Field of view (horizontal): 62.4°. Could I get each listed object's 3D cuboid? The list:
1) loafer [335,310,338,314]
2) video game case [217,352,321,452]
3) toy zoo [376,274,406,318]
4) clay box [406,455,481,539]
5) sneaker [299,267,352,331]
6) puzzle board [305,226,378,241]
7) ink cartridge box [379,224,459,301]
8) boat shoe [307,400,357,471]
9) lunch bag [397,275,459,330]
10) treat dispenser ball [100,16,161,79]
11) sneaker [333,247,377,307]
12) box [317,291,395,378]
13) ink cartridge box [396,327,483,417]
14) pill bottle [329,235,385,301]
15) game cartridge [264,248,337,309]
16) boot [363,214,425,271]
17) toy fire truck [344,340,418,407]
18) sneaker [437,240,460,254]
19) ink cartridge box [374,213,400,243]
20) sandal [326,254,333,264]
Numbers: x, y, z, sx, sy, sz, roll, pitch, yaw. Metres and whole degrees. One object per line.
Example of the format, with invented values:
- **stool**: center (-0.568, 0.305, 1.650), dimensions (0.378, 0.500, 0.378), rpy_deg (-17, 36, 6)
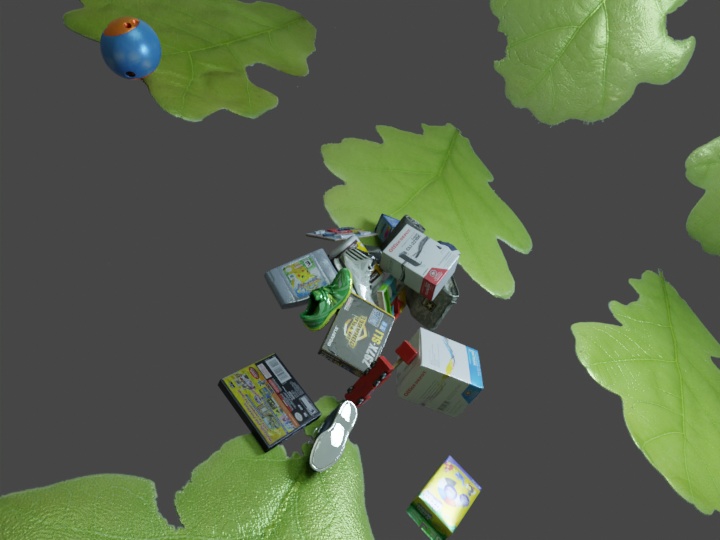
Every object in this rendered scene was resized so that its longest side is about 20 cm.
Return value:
- **loafer**: center (-0.094, 0.090, 1.746), dimensions (0.198, 0.063, 0.072), rpy_deg (32, 67, 5)
- **video game case**: center (-0.215, 0.309, 1.425), dimensions (0.200, 0.026, 0.179), rpy_deg (48, 39, 18)
- **toy zoo**: center (0.104, 0.079, 1.844), dimensions (0.020, 0.134, 0.200), rpy_deg (2, 25, 25)
- **clay box**: center (0.204, 0.556, 1.442), dimensions (0.115, 0.048, 0.199), rpy_deg (43, 37, 13)
- **sneaker**: center (-0.093, 0.074, 1.647), dimensions (0.084, 0.202, 0.074), rpy_deg (43, -13, -36)
- **puzzle board**: center (-0.059, -0.122, 1.957), dimensions (0.198, 0.018, 0.149), rpy_deg (-12, 17, -43)
- **ink cartridge box**: center (0.177, -0.027, 1.805), dimensions (0.198, 0.084, 0.145), rpy_deg (32, 57, 18)
- **boat shoe**: center (-0.074, 0.392, 1.403), dimensions (0.075, 0.062, 0.201), rpy_deg (43, 44, -13)
- **lunch bag**: center (0.223, 0.066, 1.905), dimensions (0.116, 0.165, 0.202), rpy_deg (2, 45, -31)
- **treat dispenser ball**: center (-0.790, -0.764, 2.049), dimensions (0.197, 0.202, 0.203), rpy_deg (20, 38, -16)
- **sneaker**: center (0.017, 0.024, 1.746), dimensions (0.202, 0.114, 0.076), rpy_deg (56, 10, -4)
- **box**: center (-0.008, 0.180, 1.654), dimensions (0.158, 0.049, 0.202), rpy_deg (31, 56, -6)
- **ink cartridge box**: center (0.217, 0.287, 1.669), dimensions (0.197, 0.148, 0.146), rpy_deg (22, 37, -15)
- **pill bottle**: center (0.000, 0.000, 1.837), dimensions (0.201, 0.109, 0.109), rpy_deg (52, 36, -6)
- **game cartridge**: center (-0.161, 0.027, 1.707), dimensions (0.197, 0.041, 0.135), rpy_deg (-25, 71, -23)
- **boot**: center (0.093, -0.099, 1.941), dimensions (0.180, 0.200, 0.073), rpy_deg (19, 37, -37)
- **toy fire truck**: center (0.055, 0.272, 1.557), dimensions (0.049, 0.201, 0.141), rpy_deg (44, 10, 21)
- **sneaker**: center (0.285, -0.067, 2.183), dimensions (0.198, 0.075, 0.085), rpy_deg (-5, 51, -53)
- **ink cartridge box**: center (0.131, -0.129, 2.097), dimensions (0.134, 0.078, 0.200), rpy_deg (20, 14, -18)
- **sandal**: center (-0.042, -0.038, 1.924), dimensions (0.198, 0.045, 0.076), rpy_deg (-11, 56, -43)
